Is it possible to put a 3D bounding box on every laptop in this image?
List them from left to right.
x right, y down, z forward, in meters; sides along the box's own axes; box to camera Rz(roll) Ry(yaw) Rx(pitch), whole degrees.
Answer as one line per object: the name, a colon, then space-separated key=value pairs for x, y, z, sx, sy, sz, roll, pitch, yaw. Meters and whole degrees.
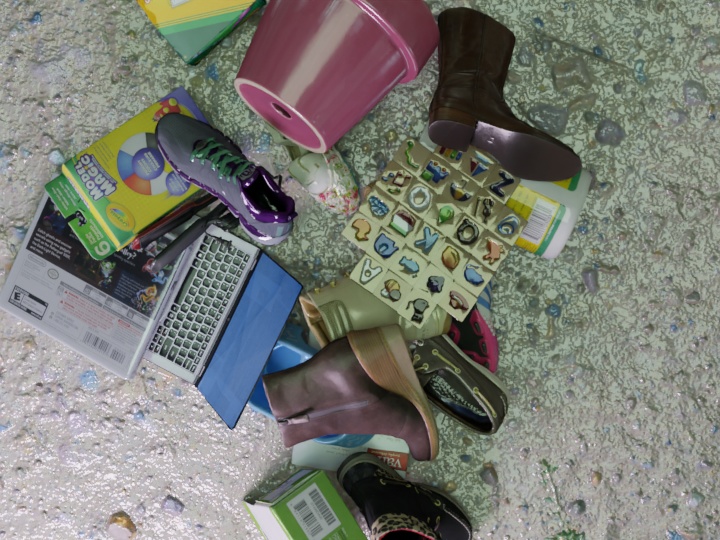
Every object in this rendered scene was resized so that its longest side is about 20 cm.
laptop: x=-0.188 y=0.050 z=1.536 sx=0.198 sy=0.116 sz=0.189 roll=27 pitch=96 yaw=1

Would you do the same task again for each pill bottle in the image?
pill bottle: x=0.155 y=-0.102 z=1.500 sx=0.198 sy=0.113 sz=0.114 roll=24 pitch=96 yaw=1

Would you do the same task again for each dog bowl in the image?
dog bowl: x=-0.065 y=0.136 z=1.525 sx=0.198 sy=0.049 sz=0.113 roll=23 pitch=102 yaw=28

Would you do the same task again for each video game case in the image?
video game case: x=-0.322 y=0.005 z=1.569 sx=0.198 sy=0.023 sz=0.184 roll=27 pitch=96 yaw=13

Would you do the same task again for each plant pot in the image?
plant pot: x=-0.039 y=-0.240 z=1.436 sx=0.199 sy=0.200 sz=0.180 roll=35 pitch=80 yaw=0

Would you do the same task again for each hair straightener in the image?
hair straightener: x=-0.167 y=-0.055 z=1.528 sx=0.199 sy=0.041 sz=0.077 roll=-34 pitch=78 yaw=-22

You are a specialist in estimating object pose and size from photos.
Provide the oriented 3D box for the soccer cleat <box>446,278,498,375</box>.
soccer cleat: x=0.136 y=0.044 z=1.538 sx=0.069 sy=0.086 sz=0.202 roll=5 pitch=120 yaw=32

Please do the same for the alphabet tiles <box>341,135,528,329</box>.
alphabet tiles: x=0.082 y=-0.046 z=1.437 sx=0.166 sy=0.006 sz=0.201 roll=35 pitch=87 yaw=2

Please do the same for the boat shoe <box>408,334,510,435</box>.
boat shoe: x=0.084 y=0.117 z=1.505 sx=0.199 sy=0.060 sz=0.072 roll=37 pitch=122 yaw=-3

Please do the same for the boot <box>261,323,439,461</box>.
boot: x=-0.008 y=0.157 z=1.434 sx=0.165 sy=0.073 sz=0.202 roll=-23 pitch=124 yaw=-3

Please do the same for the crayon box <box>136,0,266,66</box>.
crayon box: x=-0.218 y=-0.356 z=1.529 sx=0.118 sy=0.058 sz=0.201 roll=-39 pitch=91 yaw=7

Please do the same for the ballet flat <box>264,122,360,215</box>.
ballet flat: x=-0.072 y=-0.147 z=1.530 sx=0.075 sy=0.064 sz=0.202 roll=-32 pitch=87 yaw=41

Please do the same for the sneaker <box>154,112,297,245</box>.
sneaker: x=-0.147 y=-0.119 z=1.480 sx=0.199 sy=0.088 sz=0.075 roll=40 pitch=67 yaw=-1

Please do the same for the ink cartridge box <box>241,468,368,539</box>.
ink cartridge box: x=-0.060 y=0.313 z=1.529 sx=0.075 sy=0.200 sz=0.149 roll=-33 pitch=93 yaw=-17

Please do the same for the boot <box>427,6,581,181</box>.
boot: x=0.166 y=-0.206 z=1.468 sx=0.184 sy=0.202 sz=0.064 roll=19 pitch=138 yaw=-11

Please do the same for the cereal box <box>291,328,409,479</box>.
cereal box: x=0.000 y=0.144 z=1.569 sx=0.142 sy=0.040 sz=0.203 roll=8 pitch=96 yaw=3

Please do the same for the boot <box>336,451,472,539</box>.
boot: x=0.068 y=0.301 z=1.500 sx=0.199 sy=0.151 sz=0.073 roll=38 pitch=99 yaw=-26

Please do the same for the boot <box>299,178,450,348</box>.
boot: x=0.000 y=0.000 z=1.481 sx=0.154 sy=0.073 sz=0.202 roll=-17 pitch=73 yaw=-14

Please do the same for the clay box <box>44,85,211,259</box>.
clay box: x=-0.258 y=-0.113 z=1.523 sx=0.199 sy=0.048 sz=0.115 roll=-37 pitch=92 yaw=-19
